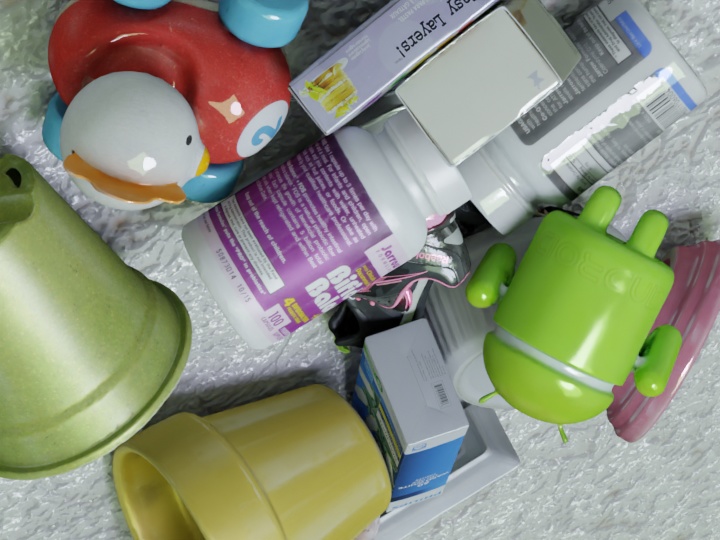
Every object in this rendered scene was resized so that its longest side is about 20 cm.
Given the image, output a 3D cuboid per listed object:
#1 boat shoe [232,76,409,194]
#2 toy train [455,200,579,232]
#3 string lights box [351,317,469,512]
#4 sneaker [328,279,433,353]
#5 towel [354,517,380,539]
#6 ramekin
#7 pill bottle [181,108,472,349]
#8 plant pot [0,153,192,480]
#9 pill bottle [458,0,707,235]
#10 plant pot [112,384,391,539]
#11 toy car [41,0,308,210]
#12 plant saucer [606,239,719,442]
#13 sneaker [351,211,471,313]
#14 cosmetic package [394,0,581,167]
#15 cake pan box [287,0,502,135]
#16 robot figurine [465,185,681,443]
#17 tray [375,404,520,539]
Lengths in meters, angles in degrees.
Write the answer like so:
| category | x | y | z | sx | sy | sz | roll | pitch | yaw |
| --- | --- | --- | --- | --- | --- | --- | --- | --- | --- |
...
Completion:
| category | x | y | z | sx | sy | sz | roll | pitch | yaw |
| --- | --- | --- | --- | --- | --- | --- | --- | --- | --- |
| boat shoe | -0.013 | -0.076 | 1.704 | 0.202 | 0.086 | 0.075 | -29 | 115 | 6 |
| toy train | 0.129 | -0.048 | 1.854 | 0.200 | 0.046 | 0.034 | 14 | 142 | -41 |
| string lights box | 0.040 | 0.129 | 1.891 | 0.059 | 0.103 | 0.200 | -18 | 160 | -12 |
| sneaker | 0.013 | 0.002 | 1.820 | 0.083 | 0.072 | 0.200 | -10 | 136 | -18 |
| towel | -0.084 | 0.302 | 1.936 | 0.191 | 0.200 | 0.032 | -17 | 124 | 28 |
| ramekin | 0.147 | 0.043 | 1.878 | 0.202 | 0.094 | 0.202 | -10 | 152 | -5 |
| pill bottle | -0.022 | -0.036 | 1.609 | 0.200 | 0.112 | 0.112 | -32 | 139 | 3 |
| plant pot | -0.255 | 0.021 | 1.622 | 0.200 | 0.200 | 0.184 | -30 | 128 | 2 |
| pill bottle | 0.166 | -0.124 | 1.744 | 0.200 | 0.114 | 0.114 | -37 | 139 | 10 |
| plant pot | -0.084 | 0.196 | 1.886 | 0.189 | 0.201 | 0.201 | -27 | 142 | -23 |
| toy car | -0.138 | -0.099 | 1.509 | 0.177 | 0.200 | 0.185 | 16 | 130 | -12 |
| plant saucer | 0.269 | 0.056 | 1.957 | 0.051 | 0.201 | 0.201 | 27 | 123 | 0 |
| sneaker | 0.000 | 0.000 | 1.754 | 0.200 | 0.079 | 0.096 | -17 | 113 | 28 |
| cosmetic package | 0.097 | -0.145 | 1.599 | 0.105 | 0.071 | 0.200 | -37 | -178 | 13 |
| cake pan box | 0.042 | -0.178 | 1.588 | 0.184 | 0.052 | 0.200 | -36 | -177 | 9 |
| robot figurine | 0.172 | 0.033 | 1.726 | 0.200 | 0.175 | 0.116 | -64 | 176 | 6 |
| tray | 0.045 | 0.195 | 2.012 | 0.200 | 0.107 | 0.022 | -33 | 126 | 5 |
